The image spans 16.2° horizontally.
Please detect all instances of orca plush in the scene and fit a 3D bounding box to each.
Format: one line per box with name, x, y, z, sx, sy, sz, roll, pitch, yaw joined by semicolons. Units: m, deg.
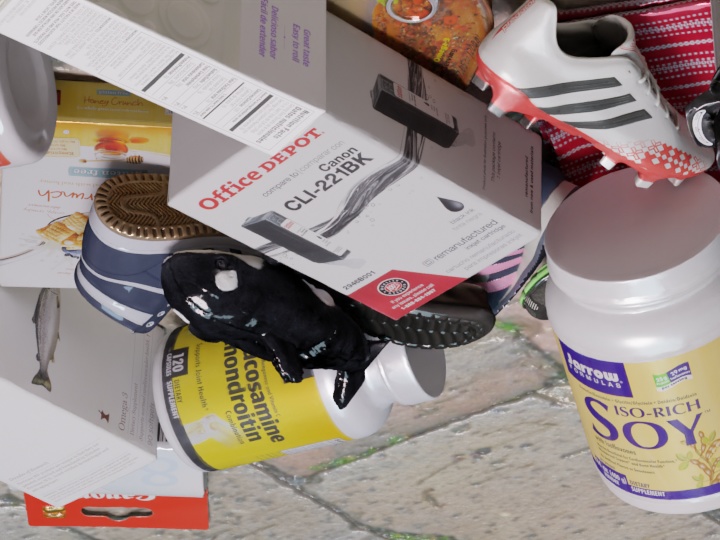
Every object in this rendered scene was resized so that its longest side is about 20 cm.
orca plush;-0.056;0.053;1.689;0.105;0.071;0.200;-22;144;17

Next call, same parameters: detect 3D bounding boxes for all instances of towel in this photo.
towel;0.185;-0.108;1.662;0.144;0.023;0.200;-8;145;12

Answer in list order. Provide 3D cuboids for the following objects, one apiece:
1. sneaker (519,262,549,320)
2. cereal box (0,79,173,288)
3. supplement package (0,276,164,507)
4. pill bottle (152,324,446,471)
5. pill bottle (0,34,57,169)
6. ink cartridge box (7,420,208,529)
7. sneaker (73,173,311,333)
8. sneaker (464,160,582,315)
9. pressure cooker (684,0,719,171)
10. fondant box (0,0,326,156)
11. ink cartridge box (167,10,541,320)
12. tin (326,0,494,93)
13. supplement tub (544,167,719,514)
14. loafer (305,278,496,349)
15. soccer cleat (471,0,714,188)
sneaker;0.213;0.025;1.795;0.199;0.084;0.077;3;152;-6
cereal box;-0.175;-0.054;1.733;0.143;0.040;0.200;2;146;-7
supplement package;-0.255;0.072;1.859;0.117;0.117;0.200;-27;138;35
pill bottle;-0.044;0.076;1.861;0.199;0.112;0.112;-15;143;22
pill bottle;-0.302;-0.108;1.597;0.199;0.113;0.112;-8;145;13
ink cartridge box;-0.206;0.177;2.074;0.159;0.047;0.200;1;144;0
sneaker;-0.097;-0.008;1.716;0.199;0.070;0.109;6;141;-21
sneaker;0.092;-0.028;1.762;0.082;0.070;0.200;36;150;5
pressure cooker;0.288;-0.127;1.470;0.178;0.201;0.176;18;142;-24
fondant box;-0.114;-0.171;1.468;0.200;0.145;0.058;24;138;-30
ink cartridge box;-0.004;-0.065;1.611;0.200;0.084;0.144;28;138;-32
tin;0.015;-0.141;1.604;0.112;0.042;0.200;6;147;-14
supplement tub;0.204;0.045;1.675;0.145;0.146;0.200;-9;126;16
loafer;0.000;0.000;1.760;0.199;0.072;0.073;13;159;6
soccer cleat;0.160;-0.114;1.583;0.200;0.069;0.085;21;118;-33
